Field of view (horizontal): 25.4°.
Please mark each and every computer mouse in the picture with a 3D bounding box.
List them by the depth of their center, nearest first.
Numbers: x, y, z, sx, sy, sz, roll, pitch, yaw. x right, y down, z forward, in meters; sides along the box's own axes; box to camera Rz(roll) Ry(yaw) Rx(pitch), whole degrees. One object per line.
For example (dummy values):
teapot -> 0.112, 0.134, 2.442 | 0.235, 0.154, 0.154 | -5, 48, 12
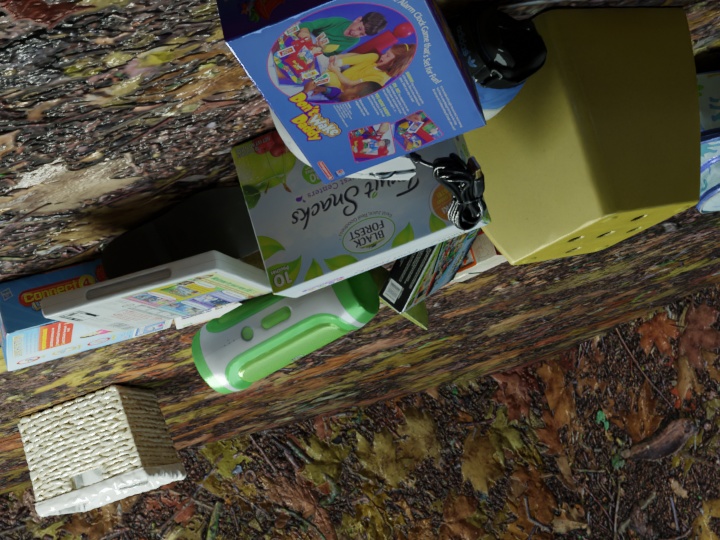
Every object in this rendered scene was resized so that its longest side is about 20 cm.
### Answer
computer mouse -> 0.008, -0.090, 1.316 | 0.199, 0.044, 0.110 | 21, 167, 11

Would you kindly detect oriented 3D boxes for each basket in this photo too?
basket -> -0.414, 0.289, 2.558 | 0.197, 0.162, 0.200 | -20, 169, 10

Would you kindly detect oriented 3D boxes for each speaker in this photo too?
speaker -> -0.080, 0.056, 1.689 | 0.199, 0.089, 0.088 | -29, 166, 22

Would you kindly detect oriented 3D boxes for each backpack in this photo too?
backpack -> 0.402, -0.146, 1.709 | 0.198, 0.148, 0.183 | -7, 167, -11

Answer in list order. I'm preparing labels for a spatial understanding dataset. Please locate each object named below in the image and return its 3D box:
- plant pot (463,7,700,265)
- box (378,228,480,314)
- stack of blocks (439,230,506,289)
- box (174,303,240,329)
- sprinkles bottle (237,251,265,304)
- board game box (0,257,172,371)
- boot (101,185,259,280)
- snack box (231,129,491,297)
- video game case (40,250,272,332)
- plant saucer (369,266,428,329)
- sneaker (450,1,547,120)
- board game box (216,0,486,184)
plant pot -> 0.196, -0.115, 1.452 | 0.199, 0.178, 0.200 | -9, 166, -42
box -> 0.096, -0.054, 1.672 | 0.110, 0.035, 0.201 | -31, 154, -48
stack of blocks -> 0.137, -0.066, 1.777 | 0.199, 0.116, 0.058 | -25, 168, 31
box -> -0.162, 0.019, 1.937 | 0.143, 0.037, 0.200 | -17, 171, -8
sprinkles bottle -> -0.104, 0.011, 1.756 | 0.068, 0.069, 0.199 | -25, 152, 35
board game box -> -0.300, 0.041, 1.751 | 0.194, 0.056, 0.200 | -15, 169, -16
boot -> -0.157, -0.043, 1.579 | 0.198, 0.074, 0.075 | -17, -170, 14
snack box -> -0.001, -0.075, 1.414 | 0.199, 0.143, 0.053 | -21, 169, 16
video game case -> -0.194, 0.023, 1.582 | 0.181, 0.022, 0.200 | -15, 170, 11
plant saucer -> 0.000, 0.000, 1.799 | 0.031, 0.199, 0.200 | -56, 168, -1
sneaker -> 0.057, -0.164, 1.248 | 0.199, 0.077, 0.111 | -2, 156, -33
board game box -> -0.002, -0.147, 1.127 | 0.133, 0.045, 0.200 | -19, 149, 10
